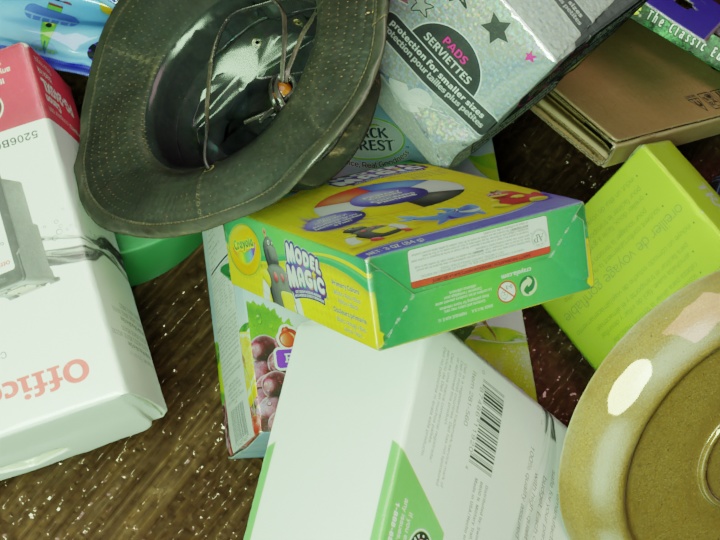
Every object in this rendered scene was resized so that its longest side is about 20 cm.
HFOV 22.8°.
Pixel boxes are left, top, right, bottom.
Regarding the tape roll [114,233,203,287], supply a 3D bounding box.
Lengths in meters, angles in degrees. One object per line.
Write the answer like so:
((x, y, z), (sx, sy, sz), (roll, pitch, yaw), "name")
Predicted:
((-0.172, -0.082, 1.059), (0.200, 0.048, 0.201), (6, 59, -11), "tape roll")

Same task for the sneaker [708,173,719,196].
((0.242, -0.040, 1.114), (0.073, 0.082, 0.200), (40, 60, 9), "sneaker")

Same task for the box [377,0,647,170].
((0.039, -0.177, 0.944), (0.200, 0.115, 0.132), (48, 46, 3), "box")

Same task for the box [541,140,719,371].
((0.196, 0.037, 1.033), (0.200, 0.122, 0.048), (52, 32, 17), "box")

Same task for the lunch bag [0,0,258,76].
((-0.136, -0.164, 1.020), (0.200, 0.094, 0.151), (22, 31, -3), "lunch bag")

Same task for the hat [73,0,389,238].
((-0.049, -0.088, 0.902), (0.081, 0.200, 0.201), (33, 44, -46), "hat")

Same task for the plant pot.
((0.195, 0.089, 0.911), (0.200, 0.200, 0.027), (-12, 31, -20), "plant pot")

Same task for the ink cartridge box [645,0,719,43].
((0.147, -0.216, 1.116), (0.200, 0.043, 0.198), (32, 19, 6), "ink cartridge box")

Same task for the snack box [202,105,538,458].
((0.000, 0.000, 1.012), (0.169, 0.068, 0.200), (-2, 70, -23), "snack box")

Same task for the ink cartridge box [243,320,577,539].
((0.041, 0.129, 0.894), (0.084, 0.200, 0.146), (-5, 59, 36), "ink cartridge box")

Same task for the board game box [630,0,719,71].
((0.208, -0.168, 1.174), (0.200, 0.023, 0.105), (31, 18, 5), "board game box")

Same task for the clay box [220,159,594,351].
((0.011, -0.015, 0.875), (0.115, 0.200, 0.048), (-15, 107, -24), "clay box")

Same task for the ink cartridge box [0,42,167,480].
((-0.203, 0.004, 0.936), (0.145, 0.083, 0.200), (-19, 76, 2), "ink cartridge box")

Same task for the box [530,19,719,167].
((0.144, -0.134, 1.118), (0.163, 0.021, 0.200), (42, 32, 22), "box")
